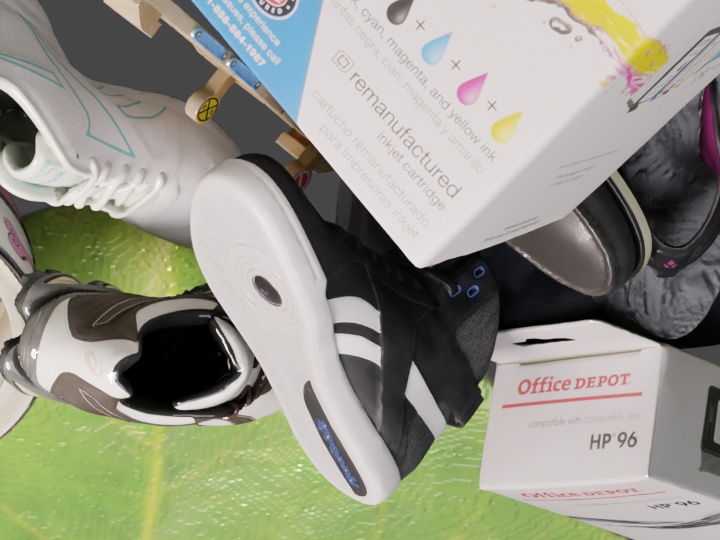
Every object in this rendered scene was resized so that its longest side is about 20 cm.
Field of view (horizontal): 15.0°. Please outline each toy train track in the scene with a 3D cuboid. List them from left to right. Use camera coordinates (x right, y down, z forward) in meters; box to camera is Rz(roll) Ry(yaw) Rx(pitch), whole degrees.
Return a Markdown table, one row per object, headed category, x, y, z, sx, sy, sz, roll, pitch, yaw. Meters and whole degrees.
| category | x | y | z | sx | sy | sz | roll | pitch | yaw |
| --- | --- | --- | --- | --- | --- | --- | --- | --- | --- |
| toy train track | -0.060 | -0.076 | 1.162 | 0.033 | 0.115 | 0.200 | -52 | 151 | 0 |

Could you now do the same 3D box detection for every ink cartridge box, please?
| category | x | y | z | sx | sy | sz | roll | pitch | yaw |
| --- | --- | --- | --- | --- | --- | --- | --- | --- | --- |
| ink cartridge box | 0.070 | -0.127 | 1.007 | 0.200 | 0.145 | 0.147 | -45 | 78 | 26 |
| ink cartridge box | 0.140 | 0.085 | 1.311 | 0.200 | 0.068 | 0.116 | 21 | 160 | -37 |

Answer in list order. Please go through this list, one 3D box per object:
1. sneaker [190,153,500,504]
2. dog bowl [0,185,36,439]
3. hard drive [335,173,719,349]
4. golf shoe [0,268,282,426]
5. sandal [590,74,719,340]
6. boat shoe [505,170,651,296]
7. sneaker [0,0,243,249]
| category | x | y | z | sx | sy | sz | roll | pitch | yaw |
| --- | --- | --- | --- | --- | --- | --- | --- | --- | --- |
| sneaker | 0.000 | 0.000 | 1.212 | 0.073 | 0.112 | 0.200 | 25 | 149 | 39 |
| dog bowl | -0.244 | 0.007 | 1.293 | 0.200 | 0.074 | 0.200 | 1 | 134 | 1 |
| hard drive | 0.088 | -0.017 | 1.289 | 0.200 | 0.042 | 0.135 | 3 | 134 | -3 |
| golf shoe | -0.067 | 0.045 | 1.271 | 0.200 | 0.094 | 0.078 | -1 | 104 | -42 |
| sandal | 0.131 | -0.057 | 1.204 | 0.075 | 0.048 | 0.201 | -1 | 114 | -3 |
| boat shoe | 0.040 | -0.056 | 1.186 | 0.201 | 0.063 | 0.074 | 43 | 137 | -6 |
| sneaker | -0.128 | -0.054 | 1.230 | 0.200 | 0.080 | 0.070 | 34 | 124 | -30 |
